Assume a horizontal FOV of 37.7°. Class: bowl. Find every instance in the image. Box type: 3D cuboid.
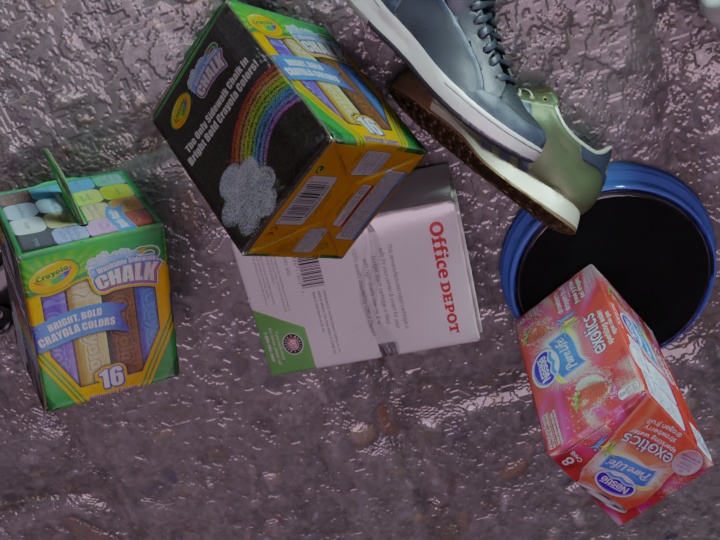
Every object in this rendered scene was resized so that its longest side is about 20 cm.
[{"bbox_3d":[0.229,0.000,0.970,0.198,0.039,0.202,0,120,1],"label":"bowl"}]

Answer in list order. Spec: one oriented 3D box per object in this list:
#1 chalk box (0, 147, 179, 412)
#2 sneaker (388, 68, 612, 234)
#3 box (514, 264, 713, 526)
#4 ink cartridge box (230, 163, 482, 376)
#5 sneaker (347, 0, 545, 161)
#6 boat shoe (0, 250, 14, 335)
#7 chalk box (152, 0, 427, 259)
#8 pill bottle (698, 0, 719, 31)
[{"bbox_3d":[-0.238,-0.006,0.908,0.123,0.124,0.202,-13,124,-23],"label":"chalk box"},{"bbox_3d":[0.126,-0.124,0.894,0.200,0.067,0.090,38,85,-3],"label":"sneaker"},{"bbox_3d":[0.206,0.098,0.888,0.095,0.201,0.100,-38,113,18],"label":"box"},{"bbox_3d":[0.000,0.000,0.948,0.198,0.085,0.147,-10,120,6],"label":"ink cartridge box"},{"bbox_3d":[0.100,-0.195,0.798,0.146,0.077,0.203,-45,81,16],"label":"sneaker"},{"bbox_3d":[-0.356,0.034,0.985,0.198,0.068,0.074,-26,116,15],"label":"boat shoe"},{"bbox_3d":[-0.069,-0.123,0.838,0.123,0.201,0.125,2,136,-52],"label":"chalk box"},{"bbox_3d":[0.371,-0.185,0.818,0.199,0.115,0.114,34,115,-17],"label":"pill bottle"}]
